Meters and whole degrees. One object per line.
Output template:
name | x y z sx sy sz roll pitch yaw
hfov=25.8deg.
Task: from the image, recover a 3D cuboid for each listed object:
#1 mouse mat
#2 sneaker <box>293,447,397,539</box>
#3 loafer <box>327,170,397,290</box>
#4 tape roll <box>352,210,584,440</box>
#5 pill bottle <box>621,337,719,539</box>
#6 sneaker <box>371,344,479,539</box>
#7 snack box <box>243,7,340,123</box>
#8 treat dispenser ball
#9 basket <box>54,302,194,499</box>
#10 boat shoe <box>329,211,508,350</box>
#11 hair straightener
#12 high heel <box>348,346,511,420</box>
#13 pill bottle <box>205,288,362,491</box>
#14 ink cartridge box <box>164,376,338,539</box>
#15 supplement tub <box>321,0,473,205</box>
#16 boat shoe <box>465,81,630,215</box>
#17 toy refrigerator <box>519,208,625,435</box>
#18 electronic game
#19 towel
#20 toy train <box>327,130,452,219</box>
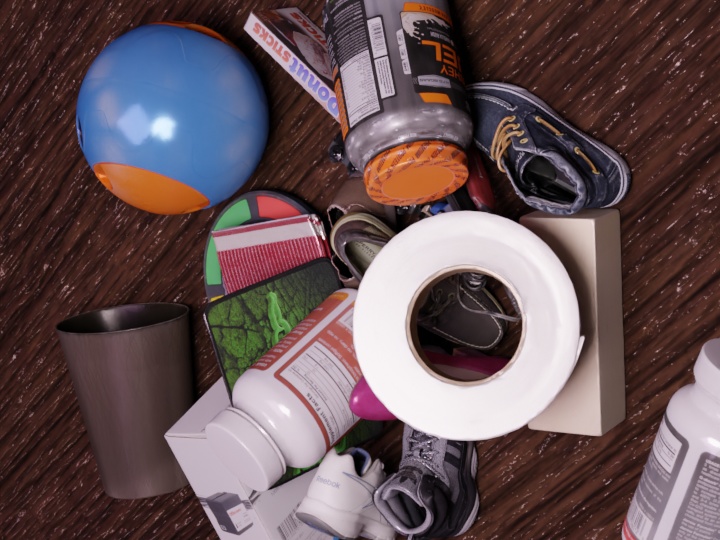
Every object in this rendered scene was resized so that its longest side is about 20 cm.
mouse mat | -0.065 0.102 1.582 0.008 0.161 0.201 0 109 57
sneaker | 0.002 0.225 1.588 0.074 0.200 0.087 19 87 19
loafer | 0.000 0.000 1.585 0.073 0.071 0.201 11 121 44
tape roll | 0.096 0.049 1.392 0.202 0.071 0.203 0 87 7
pill bottle | 0.309 0.169 1.364 0.116 0.116 0.201 30 118 30
sneaker | 0.063 0.180 1.562 0.075 0.114 0.201 -1 100 32
snack box | -0.029 -0.194 1.582 0.200 0.072 0.024 46 125 22
treat dispenser ball | -0.195 -0.159 1.642 0.200 0.201 0.202 10 106 37
basket | -0.256 0.150 1.811 0.180 0.136 0.201 -1 103 43
boat shoe | 0.055 0.021 1.512 0.201 0.066 0.072 36 110 -11
hair straightener | 0.105 -0.031 1.491 0.077 0.041 0.200 -40 56 31
high heel | 0.082 0.118 1.481 0.096 0.200 0.068 27 110 38
pill bottle | -0.050 0.117 1.521 0.112 0.200 0.112 37 152 23
ink cartridge box | -0.095 0.207 1.638 0.084 0.145 0.200 -3 121 41
supplement tub | 0.037 -0.170 1.468 0.122 0.122 0.201 -29 62 39
boat shoe | 0.147 -0.116 1.445 0.200 0.091 0.071 32 118 30
toy refrigerator | 0.199 0.045 1.458 0.076 0.070 0.201 2 102 31
electronic game | -0.095 0.012 1.703 0.200 0.042 0.201 10 106 38
towel | -0.076 0.044 1.662 0.144 0.023 0.201 -8 101 36
toy train | 0.046 -0.082 1.575 0.200 0.034 0.046 39 111 26
